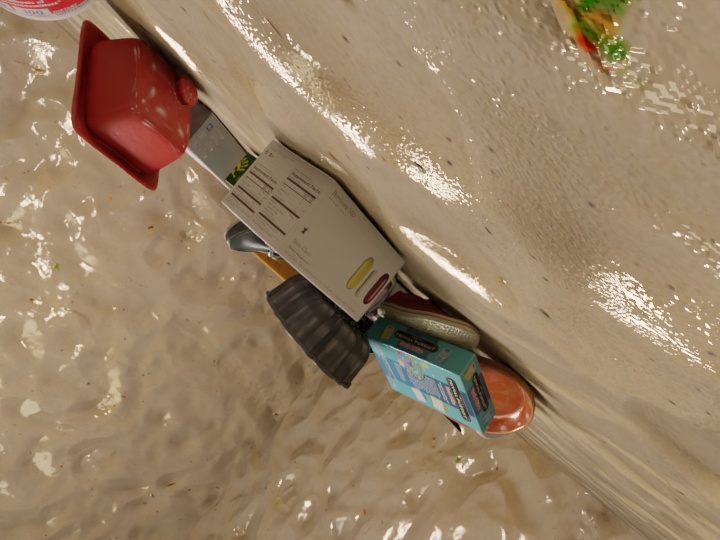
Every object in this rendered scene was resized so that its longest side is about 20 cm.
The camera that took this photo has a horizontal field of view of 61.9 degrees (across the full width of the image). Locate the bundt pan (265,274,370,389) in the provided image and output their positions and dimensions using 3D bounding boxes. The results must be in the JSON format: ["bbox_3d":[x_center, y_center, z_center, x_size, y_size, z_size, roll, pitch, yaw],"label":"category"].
[{"bbox_3d":[-0.057,0.086,0.953,0.203,0.076,0.202,49,-179,-2],"label":"bundt pan"}]

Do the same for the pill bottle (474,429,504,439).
[{"bbox_3d":[0.232,0.249,1.249,0.111,0.112,0.200,42,179,-31],"label":"pill bottle"}]

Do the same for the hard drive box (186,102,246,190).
[{"bbox_3d":[-0.312,-0.261,1.157,0.155,0.077,0.200,39,176,22],"label":"hard drive box"}]

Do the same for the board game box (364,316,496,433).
[{"bbox_3d":[0.114,0.168,0.984,0.198,0.047,0.152,18,145,42],"label":"board game box"}]

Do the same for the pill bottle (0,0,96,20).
[{"bbox_3d":[-0.223,-0.238,0.368,0.112,0.113,0.200,41,176,-14],"label":"pill bottle"}]

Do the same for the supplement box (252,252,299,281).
[{"bbox_3d":[-0.137,-0.023,1.098,0.199,0.067,0.069,40,179,19],"label":"supplement box"}]

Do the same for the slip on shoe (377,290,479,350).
[{"bbox_3d":[0.112,0.074,0.966,0.198,0.061,0.075,16,144,48],"label":"slip on shoe"}]

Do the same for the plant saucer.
[{"bbox_3d":[0.210,0.216,1.062,0.197,0.033,0.203,17,137,16],"label":"plant saucer"}]

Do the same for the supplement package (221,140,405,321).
[{"bbox_3d":[-0.059,-0.051,0.814,0.155,0.111,0.200,37,176,42],"label":"supplement package"}]

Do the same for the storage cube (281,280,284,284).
[{"bbox_3d":[-0.058,0.054,1.457,0.199,0.172,0.180,36,174,46],"label":"storage cube"}]

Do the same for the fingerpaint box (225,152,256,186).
[{"bbox_3d":[-0.133,-0.111,1.115,0.166,0.074,0.200,37,175,47],"label":"fingerpaint box"}]

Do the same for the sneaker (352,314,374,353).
[{"bbox_3d":[-0.007,0.114,1.144,0.199,0.074,0.111,39,169,-31],"label":"sneaker"}]

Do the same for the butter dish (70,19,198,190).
[{"bbox_3d":[-0.315,-0.255,0.904,0.200,0.145,0.203,51,-148,-64],"label":"butter dish"}]

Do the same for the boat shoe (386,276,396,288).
[{"bbox_3d":[-0.004,-0.003,1.017,0.074,0.075,0.202,36,177,34],"label":"boat shoe"}]

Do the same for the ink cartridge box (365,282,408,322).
[{"bbox_3d":[0.038,0.054,1.188,0.200,0.084,0.146,43,175,-14],"label":"ink cartridge box"}]

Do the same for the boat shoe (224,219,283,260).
[{"bbox_3d":[-0.132,-0.052,0.998,0.073,0.195,0.063,85,-179,-52],"label":"boat shoe"}]

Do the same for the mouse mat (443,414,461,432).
[{"bbox_3d":[0.148,0.238,1.288,0.161,0.007,0.201,50,-169,-32],"label":"mouse mat"}]
